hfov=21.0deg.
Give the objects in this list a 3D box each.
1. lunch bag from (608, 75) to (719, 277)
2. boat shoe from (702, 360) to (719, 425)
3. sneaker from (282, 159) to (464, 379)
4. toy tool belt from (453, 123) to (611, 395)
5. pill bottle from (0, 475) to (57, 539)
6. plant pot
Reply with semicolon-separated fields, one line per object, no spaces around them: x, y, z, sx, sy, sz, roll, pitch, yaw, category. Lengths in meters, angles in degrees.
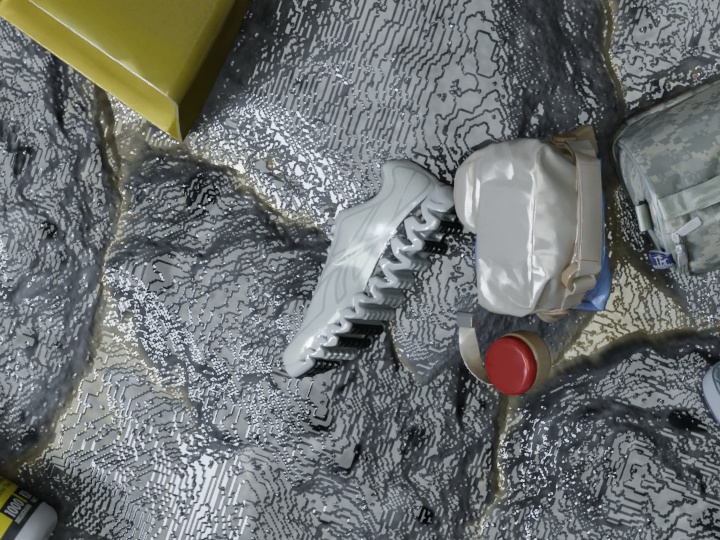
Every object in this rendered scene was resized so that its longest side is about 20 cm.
0.294;-0.082;1.482;0.200;0.168;0.140;-24;93;4;lunch bag
0.342;0.158;1.550;0.200;0.062;0.072;47;50;11;boat shoe
0.000;0.000;1.555;0.081;0.075;0.200;42;98;19;sneaker
0.150;-0.010;1.517;0.125;0.123;0.200;6;102;42;toy tool belt
-0.353;0.190;1.554;0.200;0.112;0.113;31;95;-1;pill bottle
-0.168;-0.237;1.482;0.200;0.200;0.176;36;84;-1;plant pot
